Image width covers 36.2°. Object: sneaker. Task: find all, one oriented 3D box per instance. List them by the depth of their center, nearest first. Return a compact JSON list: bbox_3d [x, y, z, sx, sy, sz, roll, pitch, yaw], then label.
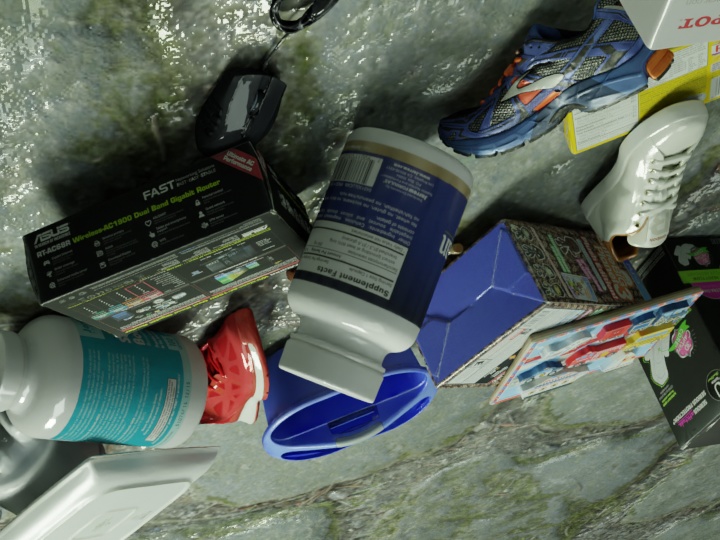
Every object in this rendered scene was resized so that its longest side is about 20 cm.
[{"bbox_3d":[0.143,-0.152,0.866,0.199,0.079,0.075,-23,-169,32],"label":"sneaker"},{"bbox_3d":[0.273,-0.076,1.010,0.072,0.085,0.200,-14,156,-17],"label":"sneaker"},{"bbox_3d":[-0.158,0.112,1.109,0.115,0.079,0.200,-11,147,-15],"label":"sneaker"}]

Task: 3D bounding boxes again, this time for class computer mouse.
[{"bbox_3d":[-0.062,-0.144,0.796,0.058,0.034,0.200,7,140,-34],"label":"computer mouse"}]

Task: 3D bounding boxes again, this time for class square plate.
[{"bbox_3d":[-0.259,0.240,1.095,0.200,0.029,0.198,-39,157,21],"label":"square plate"}]

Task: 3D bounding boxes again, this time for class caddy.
[{"bbox_3d":[-0.016,0.138,1.185,0.199,0.105,0.142,-21,148,-3],"label":"caddy"}]

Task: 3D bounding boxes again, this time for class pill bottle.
[{"bbox_3d":[0.008,-0.002,0.882,0.111,0.201,0.111,21,173,3],"label":"pill bottle"},{"bbox_3d":[-0.248,0.102,1.011,0.199,0.111,0.111,14,137,-42],"label":"pill bottle"}]

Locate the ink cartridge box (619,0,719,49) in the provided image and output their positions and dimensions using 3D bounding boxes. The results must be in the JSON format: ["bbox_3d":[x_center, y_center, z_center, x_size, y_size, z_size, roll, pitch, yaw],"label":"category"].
[{"bbox_3d":[0.237,-0.261,0.659,0.146,0.147,0.200,-10,149,-12],"label":"ink cartridge box"}]

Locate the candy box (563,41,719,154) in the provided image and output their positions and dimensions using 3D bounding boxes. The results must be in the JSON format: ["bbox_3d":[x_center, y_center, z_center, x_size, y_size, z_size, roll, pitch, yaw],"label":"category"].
[{"bbox_3d":[0.267,-0.168,0.937,0.199,0.027,0.102,-21,149,4],"label":"candy box"}]

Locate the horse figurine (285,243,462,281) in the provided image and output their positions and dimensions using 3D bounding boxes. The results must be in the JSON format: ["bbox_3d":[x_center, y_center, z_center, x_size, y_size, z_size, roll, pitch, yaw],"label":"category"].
[{"bbox_3d":[0.000,0.000,1.024,0.132,0.050,0.199,-16,168,42],"label":"horse figurine"}]

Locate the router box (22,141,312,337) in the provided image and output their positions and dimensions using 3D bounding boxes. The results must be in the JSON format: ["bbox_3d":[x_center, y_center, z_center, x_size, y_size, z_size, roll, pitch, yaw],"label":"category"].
[{"bbox_3d":[-0.146,-0.019,0.890,0.199,0.062,0.150,-21,163,5],"label":"router box"}]

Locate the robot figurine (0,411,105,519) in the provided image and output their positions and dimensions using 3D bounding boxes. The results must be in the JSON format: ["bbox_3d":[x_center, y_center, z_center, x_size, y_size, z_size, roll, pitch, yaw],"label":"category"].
[{"bbox_3d":[-0.325,0.185,1.099,0.169,0.113,0.200,-41,150,-11],"label":"robot figurine"}]

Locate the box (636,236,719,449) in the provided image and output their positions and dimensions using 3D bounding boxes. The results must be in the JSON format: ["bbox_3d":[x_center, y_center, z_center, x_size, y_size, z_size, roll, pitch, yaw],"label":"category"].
[{"bbox_3d":[0.403,0.076,1.227,0.148,0.201,0.125,-3,146,-23],"label":"box"}]

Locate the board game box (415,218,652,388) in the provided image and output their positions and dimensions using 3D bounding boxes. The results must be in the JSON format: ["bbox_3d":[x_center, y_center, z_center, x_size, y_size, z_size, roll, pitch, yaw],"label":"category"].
[{"bbox_3d":[0.172,0.038,1.122,0.199,0.097,0.159,5,143,-46],"label":"board game box"}]

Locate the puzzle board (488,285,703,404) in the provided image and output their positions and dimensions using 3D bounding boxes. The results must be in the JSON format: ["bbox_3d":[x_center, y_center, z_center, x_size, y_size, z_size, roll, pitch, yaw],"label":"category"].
[{"bbox_3d":[0.240,0.082,1.132,0.199,0.017,0.151,-14,153,-19],"label":"puzzle board"}]
